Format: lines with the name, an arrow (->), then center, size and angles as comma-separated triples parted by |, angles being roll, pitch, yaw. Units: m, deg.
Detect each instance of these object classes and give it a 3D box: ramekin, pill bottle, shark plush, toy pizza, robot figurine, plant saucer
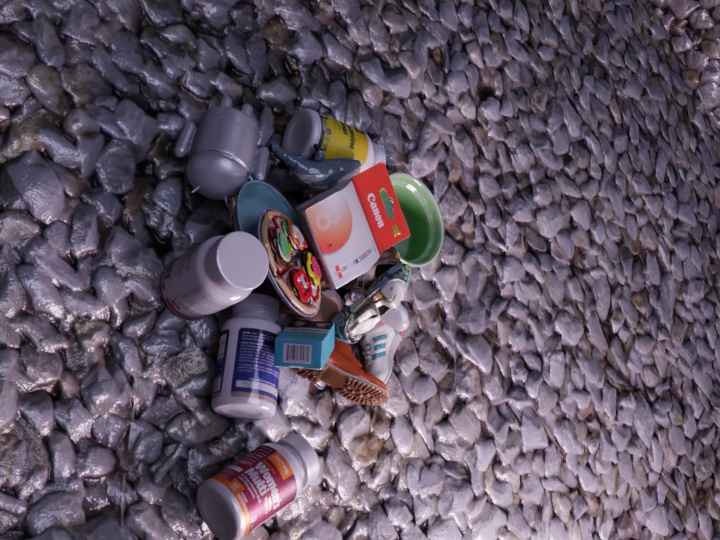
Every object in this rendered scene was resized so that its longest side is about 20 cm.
ramekin -> 0.072, -0.094, 1.894 | 0.199, 0.097, 0.202 | 16, 66, -39
pill bottle -> -0.190, 0.147, 1.564 | 0.110, 0.111, 0.202 | 21, 63, -36
shark plush -> -0.093, -0.203, 1.730 | 0.198, 0.091, 0.084 | 21, 99, -24
toy pizza -> -0.113, -0.017, 1.558 | 0.201, 0.031, 0.201 | 54, 23, -35
robot figurine -> -0.248, -0.212, 1.629 | 0.168, 0.113, 0.202 | 14, 64, -9
pill bottle -> -0.240, 0.008, 1.497 | 0.112, 0.199, 0.115 | 11, 70, -33
pill bottle -> -0.167, 0.357, 1.518 | 0.199, 0.109, 0.111 | -27, 94, -44
plant saucer -> -0.164, -0.060, 1.604 | 0.200, 0.036, 0.202 | 43, 35, -39
pill bottle -> -0.049, -0.241, 1.822 | 0.199, 0.112, 0.114 | 16, 66, -39

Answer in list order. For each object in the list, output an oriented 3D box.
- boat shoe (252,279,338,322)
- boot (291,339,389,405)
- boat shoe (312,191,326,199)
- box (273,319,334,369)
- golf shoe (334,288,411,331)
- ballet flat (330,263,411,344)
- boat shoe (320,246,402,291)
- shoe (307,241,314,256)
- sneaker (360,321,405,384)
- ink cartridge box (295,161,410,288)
boat shoe -> -0.135, 0.048, 1.680 | 0.199, 0.070, 0.071 | 31, 80, -31
boot -> -0.025, 0.176, 1.711 | 0.199, 0.075, 0.108 | 30, 48, -11
boat shoe -> -0.044, -0.093, 1.724 | 0.072, 0.068, 0.200 | -48, 140, -2
box -> -0.094, 0.126, 1.569 | 0.200, 0.081, 0.050 | -57, 150, -83
golf shoe -> 0.009, 0.058, 1.770 | 0.199, 0.073, 0.092 | 38, 49, 17
ballet flat -> 0.033, 0.067, 1.694 | 0.200, 0.074, 0.074 | -42, 107, -10
boat shoe -> 0.000, 0.000, 1.720 | 0.199, 0.076, 0.072 | -22, 61, -30
shoe -> -0.094, -0.050, 1.730 | 0.201, 0.069, 0.054 | -85, 164, -44
sneaker -> 0.023, 0.156, 1.800 | 0.093, 0.070, 0.201 | 28, 59, -12
ink cartridge box -> -0.002, -0.083, 1.650 | 0.199, 0.050, 0.164 | -29, 112, -19
